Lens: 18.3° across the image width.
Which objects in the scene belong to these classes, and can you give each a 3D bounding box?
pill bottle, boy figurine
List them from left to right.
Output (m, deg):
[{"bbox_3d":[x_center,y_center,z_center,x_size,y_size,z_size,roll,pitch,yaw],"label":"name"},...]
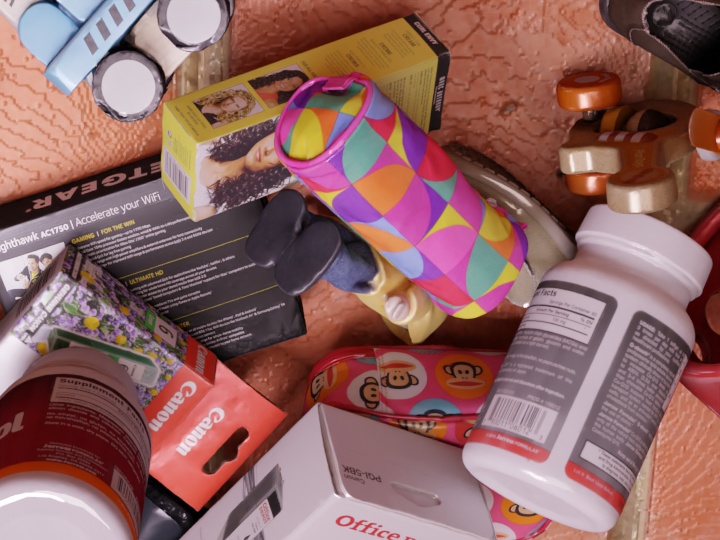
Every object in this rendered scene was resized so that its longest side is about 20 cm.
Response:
[{"bbox_3d":[-0.192,0.133,1.432,0.112,0.200,0.114,0,115,0],"label":"pill bottle"},{"bbox_3d":[0.000,0.000,1.562,0.065,0.124,0.200,-52,148,6],"label":"boy figurine"},{"bbox_3d":[0.158,0.065,1.518,0.115,0.116,0.201,31,77,-19],"label":"pill bottle"}]

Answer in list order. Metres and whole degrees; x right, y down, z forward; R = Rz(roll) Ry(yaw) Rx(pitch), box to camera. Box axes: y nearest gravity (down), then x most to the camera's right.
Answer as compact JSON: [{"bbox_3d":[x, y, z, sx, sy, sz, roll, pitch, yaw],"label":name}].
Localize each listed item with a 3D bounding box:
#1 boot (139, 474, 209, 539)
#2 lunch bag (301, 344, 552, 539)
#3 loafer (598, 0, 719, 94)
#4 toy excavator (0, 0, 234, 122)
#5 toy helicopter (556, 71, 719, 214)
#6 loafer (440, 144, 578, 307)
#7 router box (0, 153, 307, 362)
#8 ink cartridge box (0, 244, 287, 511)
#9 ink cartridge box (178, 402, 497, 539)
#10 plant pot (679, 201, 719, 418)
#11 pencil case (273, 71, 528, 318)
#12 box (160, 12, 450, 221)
[{"bbox_3d":[-0.197,0.213,1.641,0.199,0.077,0.169,25,110,-24],"label":"boot"},{"bbox_3d":[0.052,0.140,1.636,0.198,0.082,0.177,3,131,-9],"label":"lunch bag"},{"bbox_3d":[0.260,-0.151,1.563,0.199,0.071,0.073,18,109,-15],"label":"loafer"},{"bbox_3d":[-0.207,-0.178,1.481,0.200,0.100,0.195,43,99,-8],"label":"toy excavator"},{"bbox_3d":[0.200,-0.078,1.514,0.131,0.200,0.080,-4,110,8],"label":"toy helicopter"},{"bbox_3d":[0.119,-0.013,1.597,0.200,0.076,0.068,39,96,-21],"label":"loafer"},{"bbox_3d":[-0.153,0.003,1.574,0.198,0.051,0.150,-17,114,1],"label":"router box"},{"bbox_3d":[-0.159,0.087,1.548,0.200,0.050,0.109,38,108,-15],"label":"ink cartridge box"},{"bbox_3d":[-0.024,0.195,1.562,0.146,0.083,0.200,21,129,-34],"label":"ink cartridge box"},{"bbox_3d":[0.336,0.048,1.588,0.200,0.201,0.182,-42,114,10],"label":"plant pot"},{"bbox_3d":[0.030,-0.050,1.470,0.088,0.089,0.200,-41,130,9],"label":"pencil case"},{"bbox_3d":[-0.036,-0.104,1.500,0.199,0.050,0.076,-23,143,-24],"label":"box"}]
